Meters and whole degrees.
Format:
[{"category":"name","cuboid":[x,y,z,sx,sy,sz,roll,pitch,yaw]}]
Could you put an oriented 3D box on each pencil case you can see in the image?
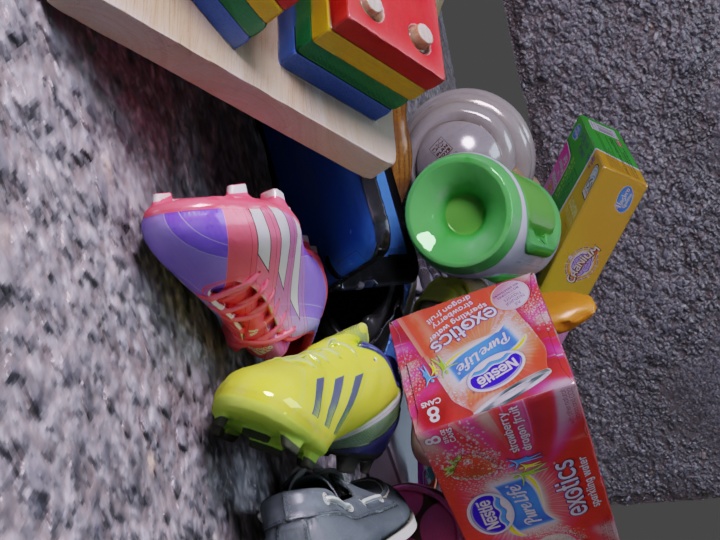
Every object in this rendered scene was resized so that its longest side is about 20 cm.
[{"category":"pencil case","cuboid":[0.048,0.229,0.863,0.091,0.094,0.200,35,-12,27]}]

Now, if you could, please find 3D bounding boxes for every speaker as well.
[{"category":"speaker","cuboid":[0.095,-0.035,0.809,0.200,0.088,0.089,5,76,-71]}]

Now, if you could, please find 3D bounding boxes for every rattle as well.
[{"category":"rattle","cuboid":[0.105,0.110,0.878,0.130,0.141,0.202,-11,106,-79]}]

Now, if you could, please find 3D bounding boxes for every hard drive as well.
[{"category":"hard drive","cuboid":[0.028,0.121,1.003,0.201,0.026,0.133,-87,164,-49]}]

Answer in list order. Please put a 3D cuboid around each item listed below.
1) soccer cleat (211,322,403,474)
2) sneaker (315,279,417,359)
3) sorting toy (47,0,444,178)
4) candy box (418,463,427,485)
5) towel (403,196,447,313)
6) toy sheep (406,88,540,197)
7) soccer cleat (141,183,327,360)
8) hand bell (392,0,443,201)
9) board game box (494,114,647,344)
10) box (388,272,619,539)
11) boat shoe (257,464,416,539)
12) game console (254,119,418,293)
[{"category":"soccer cleat","cuboid":[-0.024,0.063,0.602,0.200,0.064,0.084,35,73,-70]},{"category":"sneaker","cuboid":[0.001,0.000,0.832,0.112,0.076,0.201,82,12,-49]},{"category":"sorting toy","cuboid":[-0.044,-0.178,0.540,0.198,0.069,0.202,25,50,-40]},{"category":"candy box","cuboid":[0.097,0.260,1.150,0.201,0.060,0.137,71,14,-44]},{"category":"towel","cuboid":[0.078,0.028,1.070,0.201,0.085,0.166,-104,176,-48]},{"category":"toy sheep","cuboid":[0.095,-0.096,0.982,0.200,0.137,0.139,-53,132,-81]},{"category":"soccer cleat","cuboid":[-0.056,0.008,0.570,0.200,0.066,0.077,45,41,-76]},{"category":"hand bell","cuboid":[0.025,-0.139,0.849,0.104,0.103,0.202,-72,167,-68]},{"category":"board game box","cuboid":[0.172,-0.018,0.956,0.153,0.040,0.201,-82,-165,-67]},{"category":"box","cuboid":[0.097,0.111,0.717,0.096,0.099,0.201,-102,172,-46]},{"category":"boat shoe","cuboid":[-0.014,0.138,0.642,0.200,0.072,0.062,-4,77,-79]},{"category":"game console","cuboid":[-0.002,-0.095,0.705,0.171,0.117,0.202,-32,-107,64]}]
